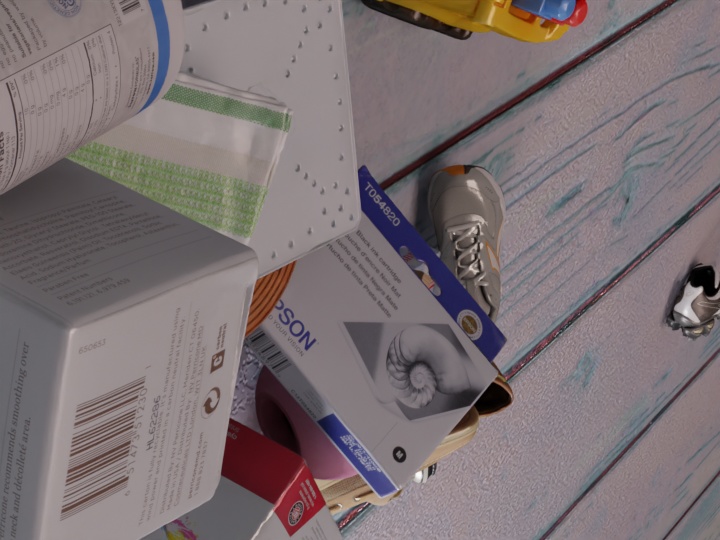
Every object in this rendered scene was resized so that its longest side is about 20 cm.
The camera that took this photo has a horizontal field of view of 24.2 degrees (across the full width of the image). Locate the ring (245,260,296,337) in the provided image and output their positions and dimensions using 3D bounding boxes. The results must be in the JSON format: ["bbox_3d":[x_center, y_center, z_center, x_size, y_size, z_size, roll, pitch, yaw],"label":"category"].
[{"bbox_3d":[-0.110,-0.042,1.191,0.199,0.019,0.203,-8,101,-49],"label":"ring"}]

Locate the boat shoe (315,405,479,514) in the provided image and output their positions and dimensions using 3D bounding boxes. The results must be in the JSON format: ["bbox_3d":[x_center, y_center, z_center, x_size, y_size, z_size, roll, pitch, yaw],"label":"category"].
[{"bbox_3d":[0.011,0.165,1.448,0.198,0.072,0.065,-18,122,0],"label":"boat shoe"}]

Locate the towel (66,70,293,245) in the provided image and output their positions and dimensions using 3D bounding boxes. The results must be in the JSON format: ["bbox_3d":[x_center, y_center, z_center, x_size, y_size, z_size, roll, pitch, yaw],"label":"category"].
[{"bbox_3d":[-0.142,-0.036,1.096,0.031,0.147,0.202,-121,-131,-67],"label":"towel"}]

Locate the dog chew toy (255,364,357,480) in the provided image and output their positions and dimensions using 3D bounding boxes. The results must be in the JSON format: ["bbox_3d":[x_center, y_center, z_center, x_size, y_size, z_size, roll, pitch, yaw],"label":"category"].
[{"bbox_3d":[0.011,0.090,1.395,0.199,0.124,0.126,-26,137,-29],"label":"dog chew toy"}]

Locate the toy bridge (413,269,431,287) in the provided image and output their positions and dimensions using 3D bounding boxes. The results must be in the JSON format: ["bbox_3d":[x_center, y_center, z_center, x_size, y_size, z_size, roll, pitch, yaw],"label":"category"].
[{"bbox_3d":[0.000,0.000,1.431,0.200,0.027,0.068,39,66,-51],"label":"toy bridge"}]

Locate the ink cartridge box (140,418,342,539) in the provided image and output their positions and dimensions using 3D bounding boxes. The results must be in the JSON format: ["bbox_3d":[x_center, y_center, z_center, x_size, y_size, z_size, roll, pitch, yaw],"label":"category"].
[{"bbox_3d":[-0.135,0.227,1.291,0.201,0.144,0.146,-55,153,-22],"label":"ink cartridge box"}]

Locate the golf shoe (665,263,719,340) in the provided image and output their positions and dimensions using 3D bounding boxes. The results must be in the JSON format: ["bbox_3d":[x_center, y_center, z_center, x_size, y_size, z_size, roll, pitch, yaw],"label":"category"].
[{"bbox_3d":[0.526,0.029,2.485,0.200,0.077,0.096,-32,139,-51],"label":"golf shoe"}]

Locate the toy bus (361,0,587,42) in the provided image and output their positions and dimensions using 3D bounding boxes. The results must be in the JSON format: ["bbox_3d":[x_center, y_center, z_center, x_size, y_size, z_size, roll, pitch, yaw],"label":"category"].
[{"bbox_3d":[0.118,-0.240,1.325,0.199,0.190,0.137,3,108,-65],"label":"toy bus"}]

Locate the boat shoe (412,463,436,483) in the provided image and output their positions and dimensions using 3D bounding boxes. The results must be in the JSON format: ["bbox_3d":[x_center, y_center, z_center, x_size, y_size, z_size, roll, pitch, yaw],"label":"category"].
[{"bbox_3d":[0.087,0.121,1.654,0.075,0.061,0.202,97,7,-52],"label":"boat shoe"}]

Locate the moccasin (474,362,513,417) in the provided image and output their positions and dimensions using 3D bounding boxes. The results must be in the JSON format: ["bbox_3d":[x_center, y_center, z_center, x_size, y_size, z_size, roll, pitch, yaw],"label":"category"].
[{"bbox_3d":[0.062,0.111,1.528,0.200,0.078,0.074,10,110,-47],"label":"moccasin"}]

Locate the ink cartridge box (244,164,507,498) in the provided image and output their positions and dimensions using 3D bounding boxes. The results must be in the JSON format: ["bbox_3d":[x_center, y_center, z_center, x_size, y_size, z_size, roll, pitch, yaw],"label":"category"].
[{"bbox_3d":[0.017,0.040,1.322,0.200,0.200,0.040,-47,-170,-36],"label":"ink cartridge box"}]

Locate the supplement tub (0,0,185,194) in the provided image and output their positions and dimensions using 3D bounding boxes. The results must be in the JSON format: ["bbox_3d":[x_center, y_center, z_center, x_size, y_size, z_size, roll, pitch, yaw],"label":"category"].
[{"bbox_3d":[-0.200,-0.111,0.887,0.200,0.131,0.133,-37,143,-43],"label":"supplement tub"}]

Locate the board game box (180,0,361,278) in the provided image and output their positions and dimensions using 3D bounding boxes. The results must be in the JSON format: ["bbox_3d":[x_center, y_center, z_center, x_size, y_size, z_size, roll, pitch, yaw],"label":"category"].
[{"bbox_3d":[-0.078,-0.097,1.179,0.199,0.026,0.203,-28,120,-45],"label":"board game box"}]

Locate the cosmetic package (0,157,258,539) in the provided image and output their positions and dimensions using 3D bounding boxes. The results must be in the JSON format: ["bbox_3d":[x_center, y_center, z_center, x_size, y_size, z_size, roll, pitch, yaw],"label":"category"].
[{"bbox_3d":[-0.192,0.044,0.955,0.166,0.199,0.169,-24,133,-53],"label":"cosmetic package"}]

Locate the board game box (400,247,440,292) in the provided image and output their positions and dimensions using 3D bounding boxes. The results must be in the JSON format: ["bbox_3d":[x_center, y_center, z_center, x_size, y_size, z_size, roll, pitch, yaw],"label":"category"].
[{"bbox_3d":[-0.006,0.096,1.547,0.199,0.041,0.202,-32,138,-49],"label":"board game box"}]

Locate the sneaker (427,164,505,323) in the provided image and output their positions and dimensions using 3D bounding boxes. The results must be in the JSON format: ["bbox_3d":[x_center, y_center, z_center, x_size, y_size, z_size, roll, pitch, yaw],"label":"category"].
[{"bbox_3d":[0.106,-0.005,1.585,0.093,0.075,0.202,-90,171,-51],"label":"sneaker"}]
